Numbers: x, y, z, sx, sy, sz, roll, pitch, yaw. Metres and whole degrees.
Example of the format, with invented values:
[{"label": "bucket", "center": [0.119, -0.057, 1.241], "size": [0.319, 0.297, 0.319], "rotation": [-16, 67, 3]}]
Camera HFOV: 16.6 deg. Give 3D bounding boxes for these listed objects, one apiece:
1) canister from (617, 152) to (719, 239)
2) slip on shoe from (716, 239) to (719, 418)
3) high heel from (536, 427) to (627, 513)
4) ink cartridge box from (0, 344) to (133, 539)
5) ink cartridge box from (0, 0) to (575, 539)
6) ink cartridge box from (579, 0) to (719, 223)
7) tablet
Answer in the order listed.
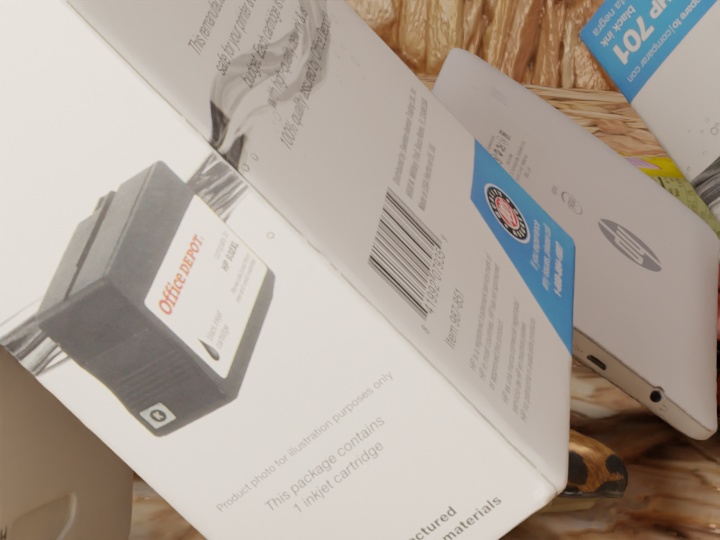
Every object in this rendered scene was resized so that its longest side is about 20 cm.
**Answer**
[{"label": "canister", "center": [0.103, -0.014, 1.159], "size": [0.199, 0.087, 0.149], "rotation": [4, 9, -12]}, {"label": "slip on shoe", "center": [0.164, 0.043, 0.910], "size": [0.061, 0.074, 0.200], "rotation": [-35, 29, -16]}, {"label": "high heel", "center": [0.000, 0.000, 0.785], "size": [0.199, 0.143, 0.071], "rotation": [9, 0, 29]}, {"label": "ink cartridge box", "center": [-0.175, 0.035, 0.669], "size": [0.199, 0.085, 0.146], "rotation": [6, 9, 14]}, {"label": "ink cartridge box", "center": [-0.039, -0.022, 0.645], "size": [0.200, 0.084, 0.145], "rotation": [45, 23, -15]}, {"label": "ink cartridge box", "center": [0.206, -0.050, 1.045], "size": [0.146, 0.086, 0.200], "rotation": [11, 40, -48]}, {"label": "tablet", "center": [0.074, -0.017, 0.867], "size": [0.130, 0.014, 0.200], "rotation": [35, 21, -5]}]
